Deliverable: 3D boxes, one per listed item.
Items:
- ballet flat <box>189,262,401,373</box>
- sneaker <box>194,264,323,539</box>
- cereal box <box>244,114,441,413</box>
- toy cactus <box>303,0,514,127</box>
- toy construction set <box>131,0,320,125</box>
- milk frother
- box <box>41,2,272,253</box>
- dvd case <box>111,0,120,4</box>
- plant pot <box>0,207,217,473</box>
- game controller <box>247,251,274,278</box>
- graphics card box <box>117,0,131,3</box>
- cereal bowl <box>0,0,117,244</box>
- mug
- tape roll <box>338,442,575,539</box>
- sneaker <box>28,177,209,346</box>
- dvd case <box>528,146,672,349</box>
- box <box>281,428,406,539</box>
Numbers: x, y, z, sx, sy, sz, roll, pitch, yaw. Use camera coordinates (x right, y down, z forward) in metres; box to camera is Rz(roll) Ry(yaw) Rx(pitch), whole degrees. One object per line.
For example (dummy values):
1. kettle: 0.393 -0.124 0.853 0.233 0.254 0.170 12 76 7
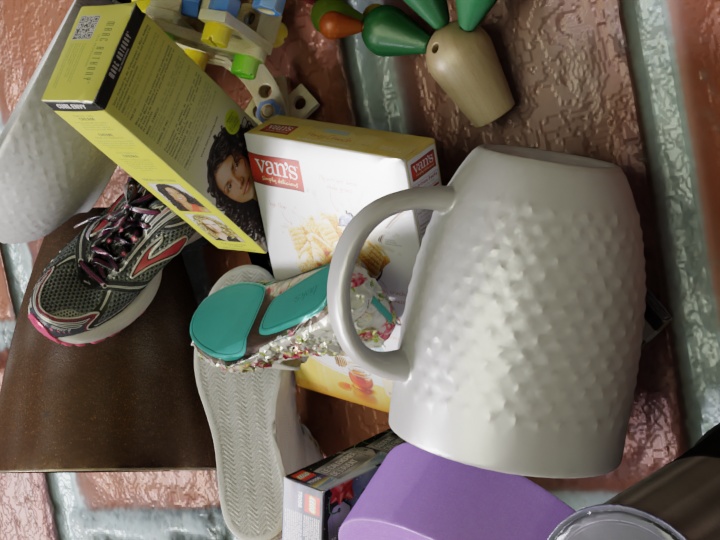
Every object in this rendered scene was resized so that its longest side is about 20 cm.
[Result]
1. ballet flat: -0.046 0.041 1.016 0.199 0.064 0.076 -11 51 55
2. sneaker: -0.073 0.104 1.134 0.073 0.116 0.202 -6 77 10
3. cereal box: 0.000 0.000 1.021 0.143 0.039 0.202 12 124 40
4. toy cactus: 0.048 -0.174 0.988 0.199 0.102 0.166 -22 105 38
5. toy construction set: -0.088 -0.155 1.046 0.130 0.200 0.093 12 69 16
6. milk frother: 0.219 0.124 0.838 0.179 0.187 0.202 7 105 37
7. box: -0.120 -0.090 1.002 0.050 0.200 0.076 5 67 35
8. dvd case: -0.218 -0.301 1.204 0.200 0.025 0.151 43 123 23
9. plant pot: -0.198 0.057 1.190 0.186 0.186 0.202 -8 79 40
10. game controller: -0.009 -0.010 1.077 0.199 0.042 0.105 -14 90 49
11. graphics card box: -0.140 -0.288 1.097 0.125 0.051 0.201 26 120 4
12. cereal bowl: -0.217 -0.105 1.124 0.083 0.201 0.201 27 126 -15
13. mug: 0.076 0.015 0.908 0.148 0.198 0.177 -143 60 -72
14. tape roll: 0.084 0.198 0.977 0.199 0.066 0.201 29 154 15
15. sneaker: -0.166 -0.030 1.104 0.080 0.200 0.075 40 163 16
16. dvd case: 0.102 0.039 1.027 0.149 0.016 0.200 53 128 19
17. box: -0.001 0.224 1.075 0.040 0.136 0.202 14 109 35
